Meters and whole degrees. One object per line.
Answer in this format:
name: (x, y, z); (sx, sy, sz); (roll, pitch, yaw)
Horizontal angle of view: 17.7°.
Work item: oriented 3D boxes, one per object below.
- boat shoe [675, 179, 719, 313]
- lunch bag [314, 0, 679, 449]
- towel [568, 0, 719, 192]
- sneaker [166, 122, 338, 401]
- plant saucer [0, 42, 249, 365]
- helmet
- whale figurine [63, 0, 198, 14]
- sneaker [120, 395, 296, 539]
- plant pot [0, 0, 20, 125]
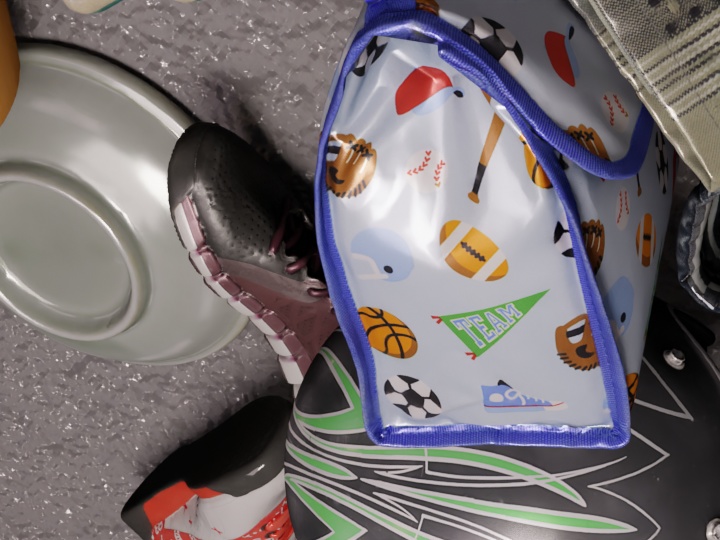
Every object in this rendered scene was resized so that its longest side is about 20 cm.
boat shoe: (0.188, -0.065, 0.897); (0.071, 0.091, 0.200); (32, 137, 10)
lunch bag: (0.052, -0.060, 0.844); (0.124, 0.170, 0.200); (-3, 131, 18)
towel: (0.140, -0.156, 0.783); (0.193, 0.200, 0.035); (56, 173, -7)
sneaker: (0.000, 0.000, 1.098); (0.115, 0.076, 0.200); (-9, 132, 31)
plant saucer: (-0.147, -0.020, 1.180); (0.200, 0.050, 0.200); (18, 134, 19)
helmet: (0.067, 0.085, 0.975); (0.200, 0.191, 0.200); (1, 95, 13)
whale figurine: (-0.072, -0.198, 0.899); (0.159, 0.104, 0.200); (-3, 87, 36)
sneaker: (-0.046, 0.133, 1.221); (0.108, 0.067, 0.201); (43, 152, -9)
plant pot: (-0.247, -0.135, 1.056); (0.200, 0.200, 0.183); (9, 147, 26)
